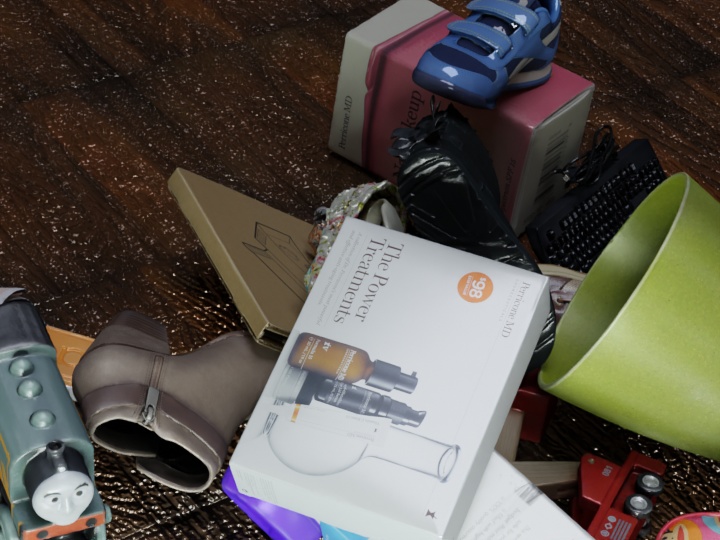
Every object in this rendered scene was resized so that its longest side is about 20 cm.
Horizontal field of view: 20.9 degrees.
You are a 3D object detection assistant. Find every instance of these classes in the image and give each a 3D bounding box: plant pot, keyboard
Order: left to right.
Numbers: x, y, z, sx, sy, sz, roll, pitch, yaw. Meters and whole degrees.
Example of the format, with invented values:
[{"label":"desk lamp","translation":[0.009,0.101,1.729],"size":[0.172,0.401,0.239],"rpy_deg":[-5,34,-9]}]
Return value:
[{"label":"keyboard","translation":[0.212,-0.059,1.670],"size":[0.200,0.040,0.104],"rpy_deg":[-38,98,-44]},{"label":"plant pot","translation":[0.263,0.062,1.419],"size":[0.199,0.187,0.187],"rpy_deg":[34,38,-5]}]

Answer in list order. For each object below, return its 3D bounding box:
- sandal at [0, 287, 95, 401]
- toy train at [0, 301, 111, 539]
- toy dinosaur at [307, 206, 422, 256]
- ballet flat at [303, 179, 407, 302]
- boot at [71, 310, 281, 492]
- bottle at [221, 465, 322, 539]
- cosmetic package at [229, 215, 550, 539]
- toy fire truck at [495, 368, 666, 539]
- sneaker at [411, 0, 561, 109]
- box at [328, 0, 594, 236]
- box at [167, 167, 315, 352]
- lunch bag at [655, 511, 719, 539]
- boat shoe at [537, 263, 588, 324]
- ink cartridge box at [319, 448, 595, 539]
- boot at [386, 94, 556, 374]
[{"label":"sandal","translation":[-0.256,0.044,1.457],"size":[0.205,0.059,0.079],"rpy_deg":[10,37,1]},{"label":"toy train","translation":[-0.226,0.114,1.327],"size":[0.085,0.114,0.200],"rpy_deg":[-12,42,-19]},{"label":"toy dinosaur","translation":[0.052,-0.014,1.596],"size":[0.200,0.102,0.136],"rpy_deg":[34,42,-33]},{"label":"ballet flat","translation":[0.000,0.000,1.450],"size":[0.076,0.064,0.201],"rpy_deg":[40,34,-28]},{"label":"boot","translation":[-0.111,0.102,1.382],"size":[0.199,0.070,0.147],"rpy_deg":[18,30,-15]},{"label":"bottle","translation":[-0.009,0.096,1.354],"size":[0.065,0.084,0.200],"rpy_deg":[26,72,45]},{"label":"cosmetic package","translation":[0.023,0.075,1.285],"size":[0.150,0.052,0.201],"rpy_deg":[17,63,14]},{"label":"toy fire truck","translation":[0.144,0.157,1.411],"size":[0.140,0.049,0.200],"rpy_deg":[22,40,16]},{"label":"sneaker","translation":[0.105,-0.186,1.584],"size":[0.074,0.083,0.200],"rpy_deg":[28,29,17]},{"label":"box","translation":[0.086,-0.134,1.706],"size":[0.199,0.128,0.109],"rpy_deg":[29,41,24]},{"label":"box","translation":[-0.054,0.009,1.516],"size":[0.163,0.021,0.200],"rpy_deg":[23,23,-41]},{"label":"lunch bag","translation":[0.273,0.253,1.249],"size":[0.175,0.082,0.201],"rpy_deg":[1,50,11]},{"label":"boat shoe","translation":[0.164,0.045,1.544],"size":[0.199,0.072,0.072],"rpy_deg":[2,45,-9]},{"label":"ink cartridge box","translation":[0.081,0.196,1.285],"size":[0.116,0.067,0.200],"rpy_deg":[-42,70,-17]},{"label":"boot","translation":[0.087,-0.031,1.491],"size":[0.073,0.199,0.163],"rpy_deg":[-29,11,11]}]
